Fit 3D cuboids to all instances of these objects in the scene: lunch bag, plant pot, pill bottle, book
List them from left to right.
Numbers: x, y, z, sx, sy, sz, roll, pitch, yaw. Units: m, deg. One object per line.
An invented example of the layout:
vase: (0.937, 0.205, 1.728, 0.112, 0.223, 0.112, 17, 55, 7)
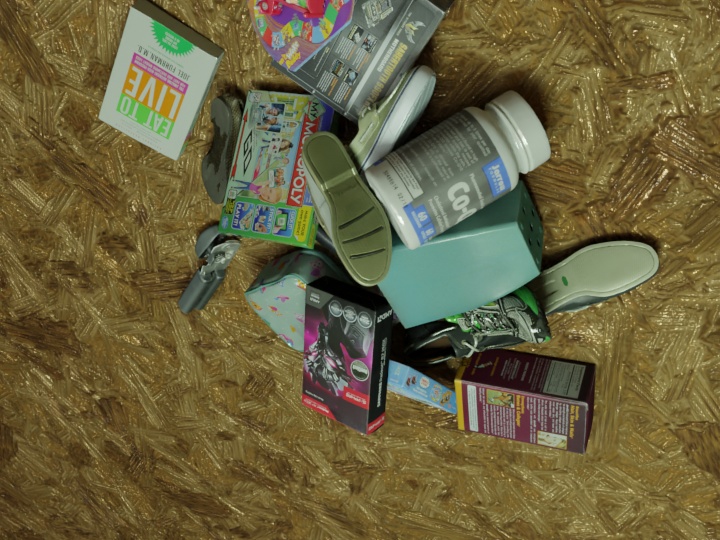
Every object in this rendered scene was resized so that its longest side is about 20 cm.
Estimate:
book: (-0.287, -0.268, 1.135, 0.133, 0.048, 0.200, 31, 132, -5)
lunch bag: (-0.082, 0.052, 1.242, 0.160, 0.077, 0.200, 44, 149, -17)
pill bottle: (0.116, -0.122, 0.940, 0.199, 0.114, 0.114, -31, 114, 0)
plant pot: (0.130, -0.037, 1.038, 0.199, 0.142, 0.142, -13, 128, 28)

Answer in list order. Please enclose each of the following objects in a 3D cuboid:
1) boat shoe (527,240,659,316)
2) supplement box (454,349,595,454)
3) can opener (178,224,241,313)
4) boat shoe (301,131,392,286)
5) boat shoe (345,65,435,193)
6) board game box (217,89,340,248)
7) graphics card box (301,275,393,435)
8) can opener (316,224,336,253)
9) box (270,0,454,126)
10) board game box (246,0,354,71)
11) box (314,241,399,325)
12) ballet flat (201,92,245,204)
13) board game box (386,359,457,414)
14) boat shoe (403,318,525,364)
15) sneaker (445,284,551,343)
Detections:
boat shoe: (0.304, 0.013, 1.058, 0.199, 0.067, 0.072, -24, 70, 34)
supplement box: (0.252, 0.195, 1.208, 0.199, 0.086, 0.111, 8, 129, 22)
can opener: (-0.264, -0.004, 1.344, 0.200, 0.053, 0.067, -48, 65, 44)
boat shoe: (-0.016, -0.073, 0.986, 0.068, 0.074, 0.201, 119, 131, -76)
boat shoe: (0.024, -0.173, 0.971, 0.062, 0.072, 0.200, 38, 130, 6)
board game box: (-0.108, -0.138, 1.064, 0.134, 0.202, 0.029, 9, 174, 20)
graphics card box: (-0.020, 0.120, 1.116, 0.125, 0.051, 0.201, 20, 117, 32)
can opener: (-0.094, -0.099, 1.149, 0.199, 0.063, 0.079, 34, 153, 9)
box: (-0.002, -0.290, 0.964, 0.158, 0.048, 0.200, 33, 134, -3)
board game box: (-0.087, -0.330, 0.921, 0.200, 0.039, 0.159, -25, 86, 49)
box: (0.000, 0.000, 1.208, 0.200, 0.039, 0.041, 45, 134, -13)
ballet flat: (-0.197, -0.177, 1.162, 0.067, 0.046, 0.201, 42, 141, 22)
board game box: (0.051, 0.166, 1.227, 0.150, 0.037, 0.200, 15, 169, 34)
boat shoe: (0.159, 0.105, 1.178, 0.198, 0.068, 0.072, -7, 127, 19)
sneaker: (0.179, 0.064, 1.056, 0.200, 0.085, 0.078, 15, 131, 65)
